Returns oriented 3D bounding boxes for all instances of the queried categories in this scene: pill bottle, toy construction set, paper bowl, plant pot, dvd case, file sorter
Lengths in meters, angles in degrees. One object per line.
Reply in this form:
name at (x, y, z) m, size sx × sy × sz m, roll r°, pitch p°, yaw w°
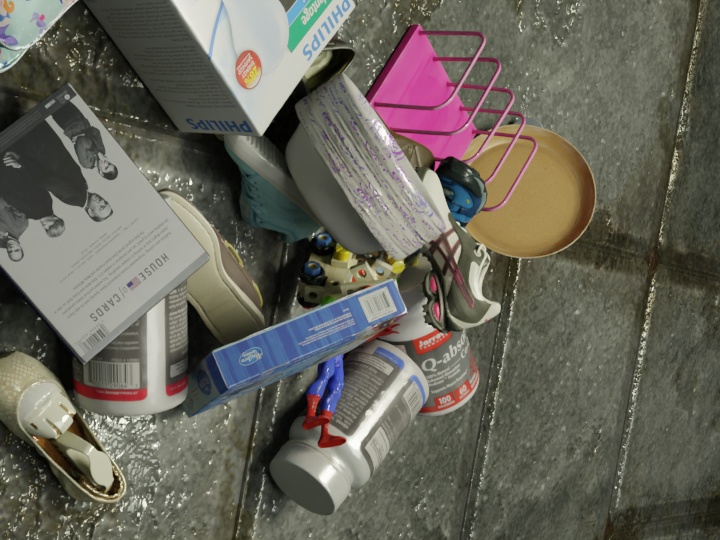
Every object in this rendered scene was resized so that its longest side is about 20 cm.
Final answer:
pill bottle at (0.074, 0.079, 1.482) m, size 0.116 × 0.116 × 0.200 m, roll -48°, pitch 132°, yaw -34°
toy construction set at (0.000, 0.000, 1.341) m, size 0.200 × 0.131 × 0.092 m, roll -68°, pitch 167°, yaw -68°
pill bottle at (-0.014, 0.189, 1.399) m, size 0.200 × 0.114 × 0.114 m, roll -49°, pitch 132°, yaw -32°
paper bowl at (-0.004, -0.099, 1.227) m, size 0.104 × 0.201 × 0.201 m, roll -33°, pitch 136°, yaw 9°
plant pot at (0.220, -0.105, 1.585) m, size 0.027 × 0.200 × 0.200 m, roll 94°, pitch 21°, yaw -69°
dvd case at (-0.251, -0.041, 1.020) m, size 0.150 × 0.025 × 0.200 m, roll -41°, pitch 101°, yaw -17°
pill bottle at (-0.220, 0.029, 1.107) m, size 0.111 × 0.111 × 0.201 m, roll -12°, pitch 108°, yaw -49°
file sorter at (0.123, -0.189, 1.474) m, size 0.139 × 0.125 × 0.200 m, roll -59°, pitch 137°, yaw -23°

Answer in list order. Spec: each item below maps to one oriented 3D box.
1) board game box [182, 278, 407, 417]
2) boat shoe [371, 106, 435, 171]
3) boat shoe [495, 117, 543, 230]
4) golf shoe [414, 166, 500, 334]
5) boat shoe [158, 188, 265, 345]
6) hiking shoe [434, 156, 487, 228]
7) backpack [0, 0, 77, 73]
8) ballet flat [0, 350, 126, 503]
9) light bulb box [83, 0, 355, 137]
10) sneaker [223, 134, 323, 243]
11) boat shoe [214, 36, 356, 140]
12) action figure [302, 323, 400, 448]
board game box at (-0.076, 0.083, 1.191) m, size 0.200 × 0.199 × 0.043 m, roll -21°, pitch 84°, yaw -22°
boat shoe at (0.001, -0.151, 1.378) m, size 0.200 × 0.066 × 0.074 m, roll 32°, pitch 75°, yaw -38°
boat shoe at (0.217, -0.115, 1.662) m, size 0.202 × 0.074 × 0.086 m, roll -67°, pitch 150°, yaw -26°
golf shoe at (0.107, -0.028, 1.364) m, size 0.077 × 0.088 × 0.201 m, roll 11°, pitch 67°, yaw -72°
boat shoe at (-0.162, -0.007, 1.213) m, size 0.200 × 0.072 × 0.060 m, roll 57°, pitch 13°, yaw -27°
hiking shoe at (0.104, -0.063, 1.458) m, size 0.087 × 0.074 × 0.200 m, roll -55°, pitch 169°, yaw -27°
backpack at (-0.306, -0.272, 0.913) m, size 0.178 × 0.150 × 0.200 m, roll -54°, pitch 130°, yaw -27°
ballet flat at (-0.281, 0.149, 1.098) m, size 0.068 × 0.062 × 0.200 m, roll -54°, pitch 135°, yaw -29°
light bulb box at (-0.136, -0.269, 1.134) m, size 0.198 × 0.125 × 0.200 m, roll -58°, pitch 136°, yaw -25°
sneaker at (-0.102, -0.082, 1.252) m, size 0.082 × 0.074 × 0.200 m, roll -38°, pitch 142°, yaw 7°
boat shoe at (-0.081, -0.205, 1.263) m, size 0.201 × 0.066 × 0.072 m, roll -43°, pitch 132°, yaw -36°
action figure at (-0.010, 0.102, 1.352) m, size 0.200 × 0.099 × 0.065 m, roll -89°, pitch 156°, yaw -45°
